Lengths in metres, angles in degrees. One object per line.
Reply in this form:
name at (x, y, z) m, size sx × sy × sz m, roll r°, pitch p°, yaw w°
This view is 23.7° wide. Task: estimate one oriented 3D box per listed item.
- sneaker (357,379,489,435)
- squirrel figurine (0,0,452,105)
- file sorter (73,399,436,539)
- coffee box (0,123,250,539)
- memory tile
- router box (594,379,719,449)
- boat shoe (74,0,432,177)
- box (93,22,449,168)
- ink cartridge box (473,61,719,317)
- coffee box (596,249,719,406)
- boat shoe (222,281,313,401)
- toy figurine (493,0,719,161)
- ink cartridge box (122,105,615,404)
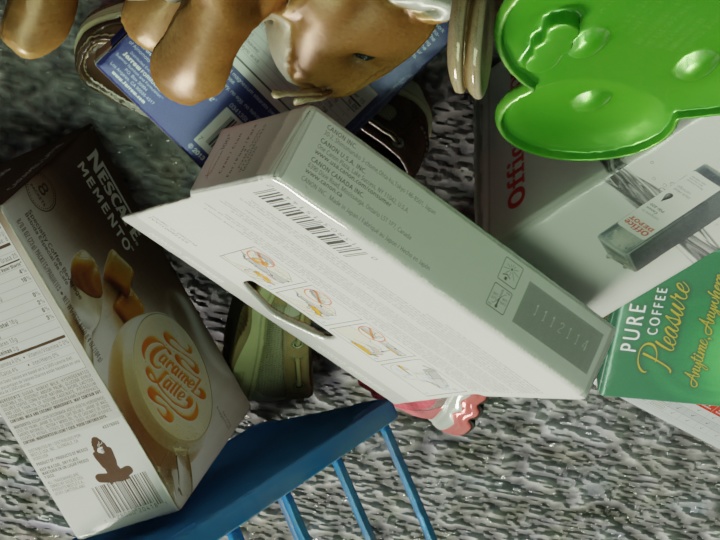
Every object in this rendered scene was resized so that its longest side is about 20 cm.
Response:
sneaker at (0.051, 0.022, 1.021) m, size 0.086 × 0.074 × 0.201 m, roll 15°, pitch 133°, yaw -6°
squirrel figurine at (-0.038, -0.164, 0.729) m, size 0.186 × 0.142 × 0.201 m, roll 18°, pitch 108°, yaw -20°
file sorter at (-0.067, 0.182, 1.045) m, size 0.138 × 0.200 × 0.123 m, roll -15°, pitch 101°, yaw 46°
coffee box at (-0.159, 0.035, 0.988) m, size 0.079 × 0.114 × 0.201 m, roll -19°, pitch 109°, yaw 27°
memory tile at (0.058, -0.182, 0.733) m, size 0.017 × 0.201 × 0.154 m, roll 6°, pitch 127°, yaw 10°
router box at (0.270, 0.043, 1.033) m, size 0.199 × 0.049 × 0.180 m, roll 28°, pitch 130°, yaw -19°
boat shoe at (-0.058, -0.090, 0.924) m, size 0.201 × 0.075 × 0.075 m, roll 11°, pitch 133°, yaw -5°
box at (-0.022, -0.134, 0.862) m, size 0.200 × 0.032 × 0.121 m, roll -43°, pitch 107°, yaw 10°
ink cartridge box at (0.155, -0.082, 0.861) m, size 0.199 × 0.146 × 0.085 m, roll -32°, pitch 125°, yaw 31°
coffee box at (0.237, 0.023, 0.954) m, size 0.198 × 0.044 × 0.124 m, roll 4°, pitch 133°, yaw 1°
boat shoe at (-0.039, 0.012, 1.024) m, size 0.063 × 0.074 × 0.201 m, roll 8°, pitch 137°, yaw -11°
toy figurine at (0.123, -0.169, 0.743) m, size 0.149 × 0.185 × 0.200 m, roll 8°, pitch 158°, yaw -16°
ink cartridge box at (0.000, 0.000, 0.863) m, size 0.200 × 0.045 × 0.176 m, roll 35°, pitch 160°, yaw -24°
